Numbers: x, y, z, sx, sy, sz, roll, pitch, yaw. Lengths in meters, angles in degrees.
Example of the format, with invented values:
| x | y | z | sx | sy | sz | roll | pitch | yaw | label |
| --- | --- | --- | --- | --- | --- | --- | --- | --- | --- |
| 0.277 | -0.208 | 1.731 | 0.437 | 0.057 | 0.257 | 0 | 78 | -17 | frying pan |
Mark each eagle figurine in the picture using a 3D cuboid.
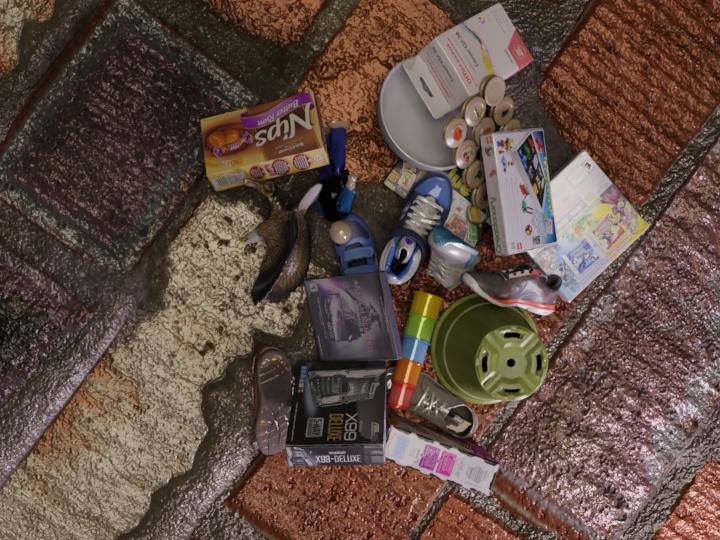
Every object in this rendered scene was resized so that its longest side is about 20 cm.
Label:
| x | y | z | sx | sy | sz | roll | pitch | yaw | label |
| --- | --- | --- | --- | --- | --- | --- | --- | --- | --- |
| -0.136 | -0.048 | 1.605 | 0.151 | 0.150 | 0.202 | -8 | 83 | -37 | eagle figurine |

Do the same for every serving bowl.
| x | y | z | sx | sy | sz | roll | pitch | yaw | label |
| --- | --- | --- | --- | --- | --- | --- | --- | --- | --- |
| 0.111 | -0.258 | 1.641 | 0.198 | 0.066 | 0.202 | 6 | 74 | -21 | serving bowl |

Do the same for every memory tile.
| x | y | z | sx | sy | sz | roll | pitch | yaw | label |
| --- | --- | --- | --- | --- | --- | --- | --- | --- | --- |
| 0.215 | -0.214 | 1.623 | 0.153 | 0.017 | 0.200 | -48 | 134 | -15 | memory tile |

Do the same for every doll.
| x | y | z | sx | sy | sz | roll | pitch | yaw | label |
| --- | --- | --- | --- | --- | --- | --- | --- | --- | --- |
| -0.040 | -0.146 | 1.621 | 0.048 | 0.136 | 0.202 | 1 | 83 | -32 | doll |

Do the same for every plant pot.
| x | y | z | sx | sy | sz | roll | pitch | yaw | label |
| --- | --- | --- | --- | --- | --- | --- | --- | --- | --- |
| 0.230 | 0.143 | 1.627 | 0.198 | 0.190 | 0.202 | 0 | 93 | -5 | plant pot |

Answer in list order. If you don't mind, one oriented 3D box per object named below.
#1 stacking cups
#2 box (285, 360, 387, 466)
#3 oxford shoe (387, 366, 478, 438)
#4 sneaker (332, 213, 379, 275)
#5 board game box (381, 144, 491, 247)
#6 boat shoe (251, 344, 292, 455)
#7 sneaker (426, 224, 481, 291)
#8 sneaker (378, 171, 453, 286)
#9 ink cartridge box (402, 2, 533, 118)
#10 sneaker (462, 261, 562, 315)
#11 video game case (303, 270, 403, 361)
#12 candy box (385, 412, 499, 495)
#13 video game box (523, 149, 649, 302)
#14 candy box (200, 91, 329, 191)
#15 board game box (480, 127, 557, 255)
| x | y | z | sx | sy | sz | roll | pitch | yaw | label |
| --- | --- | --- | --- | --- | --- | --- | --- | --- | --- |
| 0.091 | 0.139 | 1.663 | 0.060 | 0.060 | 0.202 | 17 | 83 | -7 | stacking cups |
| -0.035 | 0.233 | 1.591 | 0.156 | 0.201 | 0.050 | -1 | 126 | 5 | box |
| 0.122 | 0.230 | 1.687 | 0.199 | 0.058 | 0.076 | 31 | 93 | -4 | oxford shoe |
| 0.000 | 0.000 | 1.650 | 0.073 | 0.082 | 0.202 | -13 | 92 | -4 | sneaker |
| 0.146 | -0.134 | 1.689 | 0.199 | 0.023 | 0.105 | 36 | 87 | -7 | board game box |
| -0.151 | 0.218 | 1.652 | 0.075 | 0.072 | 0.202 | -3 | 112 | -21 | boat shoe |
| 0.149 | -0.016 | 1.610 | 0.076 | 0.200 | 0.081 | 37 | 90 | 22 | sneaker |
| 0.096 | -0.066 | 1.608 | 0.080 | 0.147 | 0.201 | 29 | 102 | -4 | sneaker |
| 0.180 | -0.350 | 1.619 | 0.199 | 0.067 | 0.117 | -34 | 93 | -27 | ink cartridge box |
| 0.260 | 0.015 | 1.638 | 0.199 | 0.077 | 0.082 | 12 | 112 | -34 | sneaker |
| -0.015 | 0.079 | 1.607 | 0.019 | 0.199 | 0.144 | -15 | 95 | -40 | video game case |
| 0.124 | 0.309 | 1.651 | 0.198 | 0.136 | 0.062 | 20 | 90 | -7 | candy box |
| 0.377 | -0.079 | 1.703 | 0.200 | 0.047 | 0.182 | -42 | 94 | -2 | video game box |
| -0.158 | -0.213 | 1.596 | 0.198 | 0.057 | 0.118 | -13 | 62 | 5 | candy box |
| 0.267 | -0.134 | 1.621 | 0.125 | 0.034 | 0.202 | -10 | 94 | -38 | board game box |
